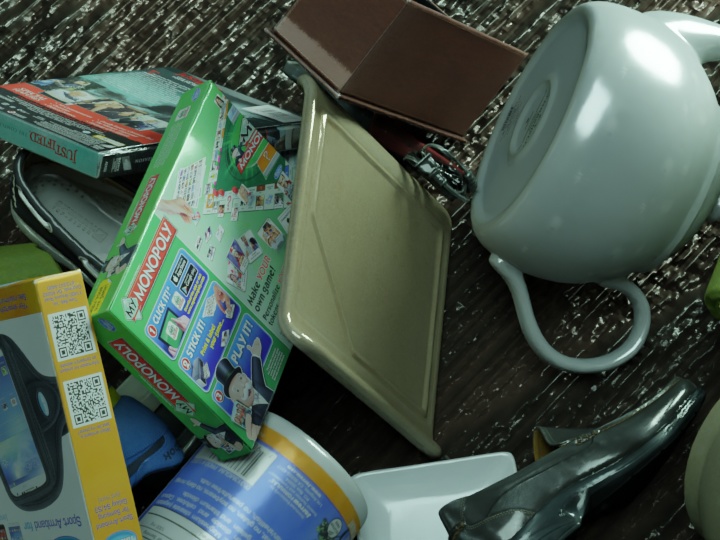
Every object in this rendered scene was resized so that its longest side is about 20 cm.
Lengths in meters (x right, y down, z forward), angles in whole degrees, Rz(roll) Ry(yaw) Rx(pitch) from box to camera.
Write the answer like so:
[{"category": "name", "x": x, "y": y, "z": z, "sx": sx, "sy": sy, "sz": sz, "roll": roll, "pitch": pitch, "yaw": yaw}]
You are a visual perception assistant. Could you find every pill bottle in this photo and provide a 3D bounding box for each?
[{"category": "pill bottle", "x": -0.096, "y": 0.190, "z": 1.605, "sx": 0.112, "sy": 0.112, "sz": 0.200, "roll": 33, "pitch": 69, "yaw": 20}]

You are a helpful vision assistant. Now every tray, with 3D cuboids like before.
[{"category": "tray", "x": 0.058, "y": 0.213, "z": 1.632, "sx": 0.107, "sy": 0.022, "sz": 0.200, "roll": -8, "pitch": 61, "yaw": -1}]

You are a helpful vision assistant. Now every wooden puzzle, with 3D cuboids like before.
[{"category": "wooden puzzle", "x": 0.000, "y": 0.000, "z": 1.673, "sx": 0.037, "sy": 0.185, "sz": 0.200, "roll": -15, "pitch": 56, "yaw": 26}]

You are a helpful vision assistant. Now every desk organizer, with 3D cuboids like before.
[{"category": "desk organizer", "x": 0.028, "y": -0.148, "z": 1.726, "sx": 0.072, "sy": 0.200, "sz": 0.077, "roll": 44, "pitch": 103, "yaw": 23}]

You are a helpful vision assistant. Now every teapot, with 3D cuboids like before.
[{"category": "teapot", "x": 0.171, "y": -0.065, "z": 1.705, "sx": 0.146, "sy": 0.200, "sz": 0.198, "roll": 26, "pitch": 43, "yaw": -13}]

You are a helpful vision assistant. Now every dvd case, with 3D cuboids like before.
[{"category": "dvd case", "x": -0.146, "y": -0.099, "z": 1.712, "sx": 0.146, "sy": 0.022, "sz": 0.200, "roll": 22, "pitch": 23, "yaw": 36}]

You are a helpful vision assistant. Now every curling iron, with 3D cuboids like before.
[{"category": "curling iron", "x": 0.012, "y": -0.100, "z": 1.776, "sx": 0.026, "sy": 0.050, "sz": 0.200, "roll": -49, "pitch": 47, "yaw": -2}]

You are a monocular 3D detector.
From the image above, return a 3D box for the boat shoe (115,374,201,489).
[{"category": "boat shoe", "x": -0.090, "y": 0.062, "z": 1.716, "sx": 0.200, "sy": 0.073, "sz": 0.062, "roll": -44, "pitch": 110, "yaw": -26}]

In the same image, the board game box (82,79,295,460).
[{"category": "board game box", "x": -0.088, "y": -0.002, "z": 1.609, "sx": 0.029, "sy": 0.135, "sz": 0.200, "roll": -21, "pitch": 34, "yaw": 38}]

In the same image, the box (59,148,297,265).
[{"category": "box", "x": -0.103, "y": -0.052, "z": 1.758, "sx": 0.200, "sy": 0.049, "sz": 0.082, "roll": -4, "pitch": 34, "yaw": 2}]

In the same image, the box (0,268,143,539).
[{"category": "box", "x": -0.191, "y": 0.107, "z": 1.541, "sx": 0.041, "sy": 0.119, "sz": 0.200, "roll": -11, "pitch": 89, "yaw": -44}]

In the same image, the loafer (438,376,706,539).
[{"category": "loafer", "x": 0.136, "y": 0.120, "z": 1.637, "sx": 0.200, "sy": 0.073, "sz": 0.072, "roll": -36, "pitch": 70, "yaw": -30}]

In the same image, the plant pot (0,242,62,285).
[{"category": "plant pot", "x": -0.275, "y": 0.064, "z": 1.658, "sx": 0.190, "sy": 0.200, "sz": 0.200, "roll": -16, "pitch": 61, "yaw": -18}]

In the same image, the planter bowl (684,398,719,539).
[{"category": "planter bowl", "x": 0.282, "y": 0.134, "z": 1.580, "sx": 0.200, "sy": 0.200, "sz": 0.135, "roll": -42, "pitch": 40, "yaw": -18}]

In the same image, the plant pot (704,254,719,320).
[{"category": "plant pot", "x": 0.317, "y": -0.027, "z": 1.668, "sx": 0.200, "sy": 0.200, "sz": 0.184, "roll": 27, "pitch": 78, "yaw": 17}]

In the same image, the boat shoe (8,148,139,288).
[{"category": "boat shoe", "x": -0.140, "y": -0.014, "z": 1.668, "sx": 0.200, "sy": 0.060, "sz": 0.074, "roll": 37, "pitch": 70, "yaw": 13}]

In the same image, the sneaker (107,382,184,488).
[{"category": "sneaker", "x": -0.192, "y": 0.164, "z": 1.632, "sx": 0.078, "sy": 0.066, "sz": 0.200, "roll": 42, "pitch": 99, "yaw": -9}]
